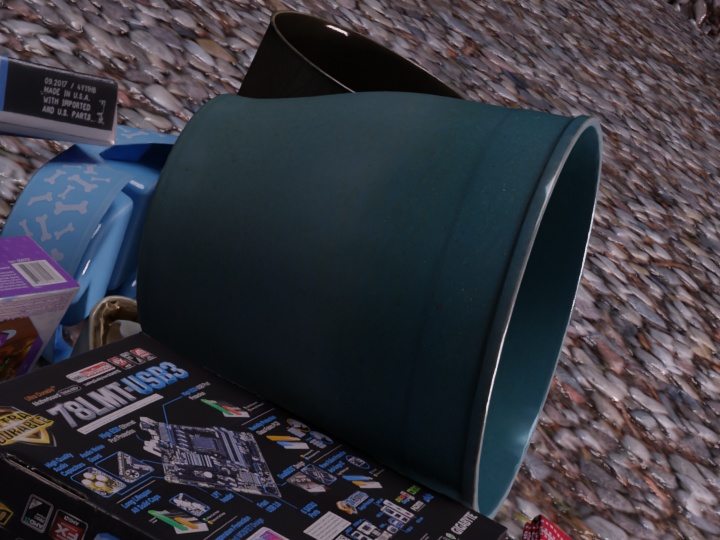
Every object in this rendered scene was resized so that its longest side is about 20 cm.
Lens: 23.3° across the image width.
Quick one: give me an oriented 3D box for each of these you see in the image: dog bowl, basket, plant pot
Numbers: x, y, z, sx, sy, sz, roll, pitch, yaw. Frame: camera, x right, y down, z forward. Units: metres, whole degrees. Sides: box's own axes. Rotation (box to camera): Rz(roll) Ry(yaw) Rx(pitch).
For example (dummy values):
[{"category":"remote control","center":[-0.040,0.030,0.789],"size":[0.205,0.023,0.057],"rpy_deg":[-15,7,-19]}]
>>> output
[{"category":"dog bowl","center":[-0.151,-0.022,0.975],"size":[0.049,0.112,0.200],"rpy_deg":[23,21,3]},{"category":"basket","center":[-0.035,-0.029,1.016],"size":[0.136,0.201,0.180],"rpy_deg":[39,18,21]},{"category":"plant pot","center":[0.000,0.000,0.848],"size":[0.187,0.201,0.200],"rpy_deg":[16,17,14]}]

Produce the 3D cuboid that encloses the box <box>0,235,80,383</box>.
[{"category":"box","center":[-0.211,0.056,0.672],"size":[0.039,0.137,0.200],"rpy_deg":[41,22,20]}]

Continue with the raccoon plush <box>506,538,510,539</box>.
[{"category":"raccoon plush","center":[0.013,0.194,0.795],"size":[0.199,0.097,0.134],"rpy_deg":[5,40,-19]}]

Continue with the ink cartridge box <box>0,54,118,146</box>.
[{"category":"ink cartridge box","center":[-0.264,-0.104,0.936],"size":[0.197,0.044,0.199],"rpy_deg":[7,1,-42]}]

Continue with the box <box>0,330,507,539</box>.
[{"category":"box","center":[-0.054,0.100,0.703],"size":[0.198,0.050,0.200],"rpy_deg":[25,12,12]}]

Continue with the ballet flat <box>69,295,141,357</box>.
[{"category":"ballet flat","center":[-0.109,0.081,0.865],"size":[0.069,0.070,0.200],"rpy_deg":[20,24,-30]}]

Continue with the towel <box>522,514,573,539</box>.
[{"category":"towel","center":[0.151,0.222,0.988],"size":[0.144,0.023,0.200],"rpy_deg":[32,21,-5]}]
